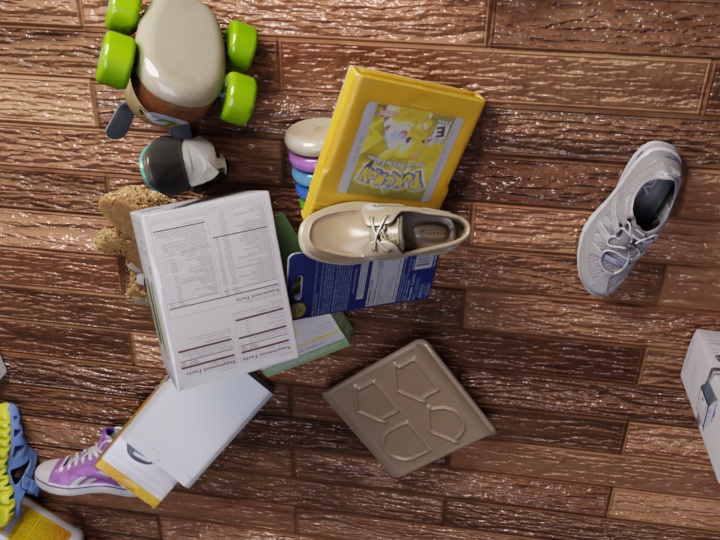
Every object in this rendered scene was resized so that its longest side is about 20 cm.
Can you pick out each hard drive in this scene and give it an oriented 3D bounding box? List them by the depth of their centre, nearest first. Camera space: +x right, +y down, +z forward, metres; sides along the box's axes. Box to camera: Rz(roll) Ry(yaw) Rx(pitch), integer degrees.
[{"bbox_3d":[-0.243,0.213,1.115,0.132,0.026,0.200,41,97,-13],"label":"hard drive"}]

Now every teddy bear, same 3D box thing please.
[{"bbox_3d":[-0.287,-0.030,1.018,0.143,0.067,0.202,-9,123,25],"label":"teddy bear"}]

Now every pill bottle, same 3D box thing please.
[{"bbox_3d":[-0.558,0.483,1.304,0.199,0.111,0.111,36,118,-10],"label":"pill bottle"}]

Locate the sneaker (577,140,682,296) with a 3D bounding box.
[{"bbox_3d":[0.314,-0.051,0.881,0.074,0.082,0.202,16,119,1],"label":"sneaker"}]

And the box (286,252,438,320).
[{"bbox_3d":[0.000,0.000,0.929,0.197,0.033,0.122,-9,137,-18],"label":"box"}]

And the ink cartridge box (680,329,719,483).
[{"bbox_3d":[0.490,0.167,0.898,0.144,0.201,0.087,6,119,6],"label":"ink cartridge box"}]

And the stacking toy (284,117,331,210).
[{"bbox_3d":[-0.046,-0.082,0.933,0.084,0.086,0.202,3,122,8],"label":"stacking toy"}]

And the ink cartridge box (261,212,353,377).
[{"bbox_3d":[-0.118,0.038,1.027,0.144,0.048,0.201,-22,114,21],"label":"ink cartridge box"}]

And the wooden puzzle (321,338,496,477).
[{"bbox_3d":[0.070,0.198,1.082,0.199,0.046,0.186,-30,109,28],"label":"wooden puzzle"}]

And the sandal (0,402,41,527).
[{"bbox_3d":[-0.580,0.315,1.241,0.079,0.087,0.203,9,101,30],"label":"sandal"}]

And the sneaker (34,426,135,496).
[{"bbox_3d":[-0.435,0.301,1.215,0.197,0.073,0.116,0,114,-1],"label":"sneaker"}]

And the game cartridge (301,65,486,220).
[{"bbox_3d":[0.036,-0.126,0.872,0.174,0.033,0.202,3,123,-28],"label":"game cartridge"}]

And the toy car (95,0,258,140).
[{"bbox_3d":[-0.229,-0.203,0.870,0.162,0.160,0.200,12,145,-25],"label":"toy car"}]

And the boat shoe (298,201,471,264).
[{"bbox_3d":[0.029,-0.045,0.850,0.197,0.065,0.073,-1,88,-17],"label":"boat shoe"}]

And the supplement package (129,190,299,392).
[{"bbox_3d":[-0.181,0.015,0.908,0.149,0.151,0.203,-13,101,-20],"label":"supplement package"}]

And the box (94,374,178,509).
[{"bbox_3d":[-0.301,0.257,1.154,0.119,0.042,0.200,40,96,-12],"label":"box"}]

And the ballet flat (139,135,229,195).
[{"bbox_3d":[-0.197,-0.127,0.876,0.067,0.200,0.069,-12,97,4],"label":"ballet flat"}]

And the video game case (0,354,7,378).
[{"bbox_3d":[-0.672,0.092,1.159,0.197,0.036,0.183,0,119,10],"label":"video game case"}]
